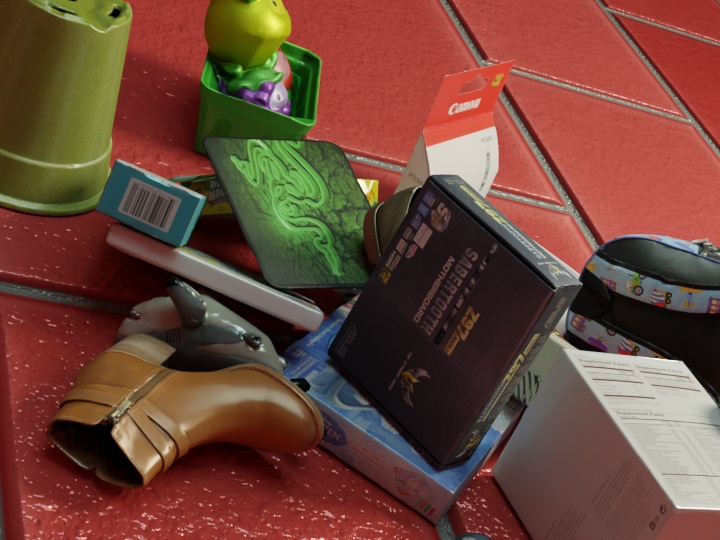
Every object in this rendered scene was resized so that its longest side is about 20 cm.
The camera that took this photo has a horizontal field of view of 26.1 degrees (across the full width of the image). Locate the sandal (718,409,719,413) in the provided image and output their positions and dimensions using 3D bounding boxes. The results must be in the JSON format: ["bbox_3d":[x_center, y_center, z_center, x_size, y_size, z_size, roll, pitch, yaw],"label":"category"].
[{"bbox_3d":[0.337,0.178,1.415,0.045,0.201,0.075,-2,45,-25],"label":"sandal"}]

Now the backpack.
[{"bbox_3d":[0.326,0.047,1.657,0.199,0.184,0.135,20,18,9],"label":"backpack"}]

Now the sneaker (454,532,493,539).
[{"bbox_3d":[0.098,0.257,1.207,0.070,0.082,0.200,23,28,-5],"label":"sneaker"}]

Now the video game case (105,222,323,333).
[{"bbox_3d":[-0.132,0.004,1.419,0.199,0.023,0.182,24,0,-5],"label":"video game case"}]

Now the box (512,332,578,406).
[{"bbox_3d":[0.137,0.069,1.505,0.082,0.069,0.200,28,5,-46],"label":"box"}]

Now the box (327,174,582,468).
[{"bbox_3d":[0.076,0.043,1.329,0.158,0.201,0.051,44,28,26],"label":"box"}]

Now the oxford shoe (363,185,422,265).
[{"bbox_3d":[0.058,0.019,1.423,0.070,0.075,0.201,-8,72,-37],"label":"oxford shoe"}]

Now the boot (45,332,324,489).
[{"bbox_3d":[-0.139,0.123,1.237,0.199,0.077,0.155,26,27,5],"label":"boot"}]

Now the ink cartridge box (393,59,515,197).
[{"bbox_3d":[0.111,-0.130,1.736,0.050,0.201,0.161,38,31,20],"label":"ink cartridge box"}]

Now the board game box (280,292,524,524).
[{"bbox_3d":[0.032,0.119,1.423,0.198,0.044,0.200,34,29,10],"label":"board game box"}]

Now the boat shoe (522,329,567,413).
[{"bbox_3d":[0.179,0.091,1.569,0.067,0.072,0.201,9,38,-39],"label":"boat shoe"}]

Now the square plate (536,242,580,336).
[{"bbox_3d":[0.165,0.011,1.727,0.198,0.029,0.200,38,31,20],"label":"square plate"}]

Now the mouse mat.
[{"bbox_3d":[-0.053,-0.058,1.483,0.160,0.008,0.201,-1,47,-34],"label":"mouse mat"}]

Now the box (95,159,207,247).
[{"bbox_3d":[-0.187,-0.061,1.409,0.082,0.049,0.200,24,0,-5],"label":"box"}]

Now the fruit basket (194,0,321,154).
[{"bbox_3d":[-0.113,-0.238,1.732,0.155,0.216,0.216,20,29,-11],"label":"fruit basket"}]

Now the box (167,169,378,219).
[{"bbox_3d":[-0.093,-0.075,1.578,0.199,0.049,0.117,4,-3,-37],"label":"box"}]

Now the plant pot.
[{"bbox_3d":[-0.307,-0.189,1.501,0.199,0.191,0.200,20,28,-11],"label":"plant pot"}]

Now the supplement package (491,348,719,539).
[{"bbox_3d":[0.245,0.194,1.359,0.150,0.152,0.200,7,34,-32],"label":"supplement package"}]

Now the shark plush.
[{"bbox_3d":[-0.113,0.084,1.338,0.199,0.084,0.091,34,0,0],"label":"shark plush"}]

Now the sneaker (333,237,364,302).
[{"bbox_3d":[0.000,0.000,1.548,0.199,0.089,0.081,-2,19,-23],"label":"sneaker"}]
